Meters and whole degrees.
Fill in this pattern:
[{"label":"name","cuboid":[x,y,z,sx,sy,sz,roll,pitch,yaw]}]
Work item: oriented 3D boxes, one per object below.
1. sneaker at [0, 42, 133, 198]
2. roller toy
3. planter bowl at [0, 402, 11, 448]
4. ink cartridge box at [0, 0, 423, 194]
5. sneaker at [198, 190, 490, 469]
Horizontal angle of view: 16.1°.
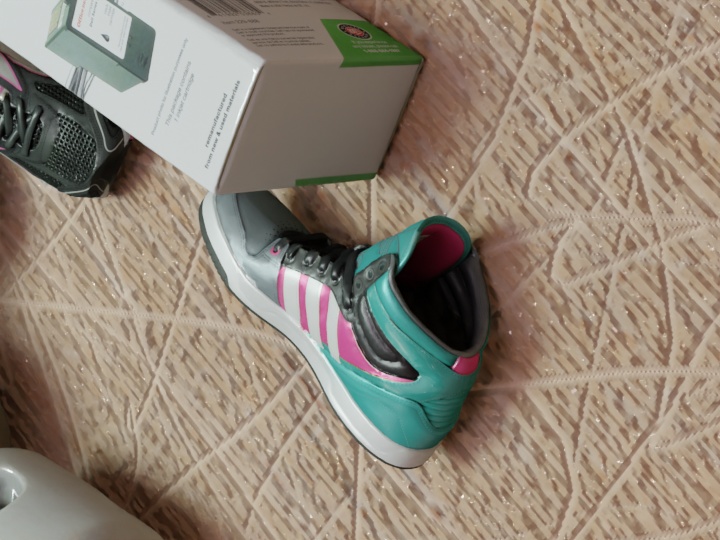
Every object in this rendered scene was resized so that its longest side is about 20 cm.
[{"label":"sneaker","cuboid":[-0.232,-0.103,1.585,0.200,0.086,0.080,30,114,31]},{"label":"roller toy","cuboid":[-0.211,0.207,1.540,0.140,0.200,0.183,29,102,31]},{"label":"planter bowl","cuboid":[-0.311,0.117,1.630,0.200,0.135,0.200,-4,84,41]},{"label":"ink cartridge box","cuboid":[-0.090,-0.129,1.435,0.200,0.146,0.084,36,116,31]},{"label":"sneaker","cuboid":[0.000,0.000,1.414,0.200,0.084,0.121,50,126,14]}]
